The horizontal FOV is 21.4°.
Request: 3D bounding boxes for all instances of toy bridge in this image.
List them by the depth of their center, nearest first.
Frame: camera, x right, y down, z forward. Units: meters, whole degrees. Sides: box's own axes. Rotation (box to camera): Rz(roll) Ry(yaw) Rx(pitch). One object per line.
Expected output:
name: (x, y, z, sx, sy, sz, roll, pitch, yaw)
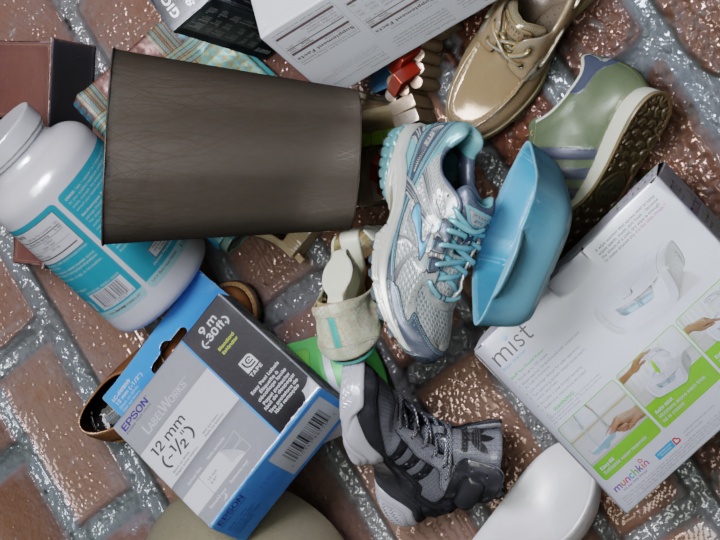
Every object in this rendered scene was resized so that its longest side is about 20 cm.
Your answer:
toy bridge: (-0.117, -0.077, 1.654, 0.200, 0.027, 0.067, 46, 107, 15)

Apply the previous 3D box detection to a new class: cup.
cup: (-0.110, 0.294, 1.568, 0.198, 0.143, 0.202, 4, 110, 13)

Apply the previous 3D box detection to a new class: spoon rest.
spoon rest: (0.127, 0.223, 1.537, 0.060, 0.100, 0.201, 25, 108, -26)

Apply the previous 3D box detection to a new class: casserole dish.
casserole dish: (0.122, -0.025, 1.427, 0.039, 0.200, 0.122, 21, 107, -3)

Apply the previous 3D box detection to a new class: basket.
basket: (-0.102, -0.095, 1.514, 0.198, 0.181, 0.137, 3, 133, -6)

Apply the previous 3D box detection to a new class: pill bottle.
pill bottle: (-0.234, -0.049, 1.613, 0.111, 0.111, 0.200, -38, 112, 18)

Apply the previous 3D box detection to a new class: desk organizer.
desk organizer: (-0.292, -0.104, 1.701, 0.076, 0.072, 0.202, 3, 92, 24)

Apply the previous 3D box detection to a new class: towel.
towel: (-0.132, -0.127, 1.632, 0.147, 0.022, 0.200, -44, 74, -11)

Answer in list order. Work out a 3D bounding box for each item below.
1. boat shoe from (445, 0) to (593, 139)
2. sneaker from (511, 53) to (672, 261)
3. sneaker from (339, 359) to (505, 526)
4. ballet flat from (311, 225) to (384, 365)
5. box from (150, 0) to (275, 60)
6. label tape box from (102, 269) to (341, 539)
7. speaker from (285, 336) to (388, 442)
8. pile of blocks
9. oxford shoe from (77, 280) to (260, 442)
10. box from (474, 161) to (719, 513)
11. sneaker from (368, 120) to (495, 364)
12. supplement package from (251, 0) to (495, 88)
boat shoe: (0.128, -0.195, 1.535, 0.071, 0.064, 0.201, 37, 103, 17)
sneaker: (0.165, -0.083, 1.530, 0.090, 0.067, 0.201, 47, 116, 34)
sneaker: (0.055, 0.131, 1.521, 0.113, 0.201, 0.076, -9, 50, 14)
ballet flat: (0.000, 0.000, 1.521, 0.067, 0.200, 0.063, -15, 116, 14)
box: (-0.141, -0.259, 1.569, 0.046, 0.200, 0.159, -38, 79, 15)
label tape box: (-0.126, 0.102, 1.555, 0.200, 0.066, 0.144, 40, 92, 30)
speaker: (-0.078, 0.120, 1.613, 0.199, 0.088, 0.089, -24, 82, 20)
pile of blocks: (0.025, -0.148, 1.578, 0.081, 0.062, 0.202, 15, 96, 21)
oxford shoe: (-0.167, 0.085, 1.656, 0.200, 0.071, 0.071, -44, 75, 15)
box: (0.219, 0.050, 1.468, 0.177, 0.097, 0.200, 45, 106, 2)
sneaker: (0.060, -0.028, 1.485, 0.086, 0.077, 0.202, -13, 67, 33)
supplement package: (0.013, -0.267, 1.527, 0.199, 0.111, 0.157, -28, 54, 19)
